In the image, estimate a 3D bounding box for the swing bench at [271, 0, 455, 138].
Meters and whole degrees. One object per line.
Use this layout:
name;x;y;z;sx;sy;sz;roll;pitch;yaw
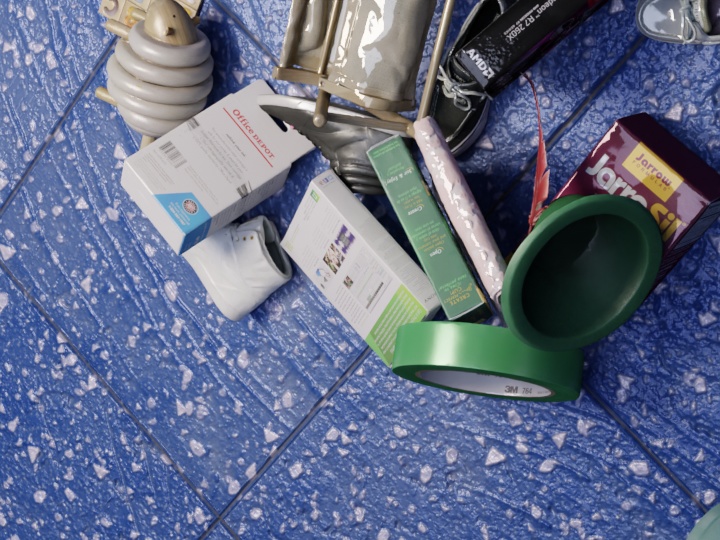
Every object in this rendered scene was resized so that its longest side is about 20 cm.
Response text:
swing bench;0.006;-0.268;1.598;0.200;0.130;0.199;-126;46;-61

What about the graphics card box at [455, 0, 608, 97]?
graphics card box;0.188;-0.256;1.483;0.200;0.125;0.051;-39;87;8

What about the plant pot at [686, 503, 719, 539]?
plant pot;0.406;0.309;1.492;0.134;0.200;0.201;32;117;49

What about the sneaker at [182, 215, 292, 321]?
sneaker;-0.162;-0.051;1.787;0.116;0.074;0.200;-35;92;28

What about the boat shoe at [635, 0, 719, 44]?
boat shoe;0.362;-0.258;1.456;0.202;0.065;0.075;4;102;28

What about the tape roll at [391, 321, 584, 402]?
tape roll;0.134;0.098;1.576;0.200;0.200;0.048;3;77;28

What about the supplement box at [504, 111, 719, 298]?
supplement box;0.266;-0.044;1.531;0.131;0.103;0.200;43;116;16

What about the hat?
hat;0.192;-0.047;1.487;0.200;0.166;0.176;-53;35;14

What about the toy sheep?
toy sheep;-0.239;-0.227;1.759;0.138;0.138;0.200;28;127;21

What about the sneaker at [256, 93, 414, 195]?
sneaker;-0.038;-0.140;1.695;0.200;0.071;0.099;18;103;20

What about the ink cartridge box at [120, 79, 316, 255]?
ink cartridge box;-0.163;-0.122;1.734;0.116;0.200;0.067;51;156;11

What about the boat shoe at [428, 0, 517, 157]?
boat shoe;0.114;-0.207;1.600;0.074;0.068;0.199;39;116;17

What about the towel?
towel;0.114;-0.043;1.553;0.032;0.191;0.200;-26;72;2

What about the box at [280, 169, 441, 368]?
box;0.000;0.000;1.688;0.200;0.036;0.144;50;148;12

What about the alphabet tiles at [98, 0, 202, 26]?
alphabet tiles;-0.248;-0.380;1.799;0.166;0.006;0.200;32;114;19

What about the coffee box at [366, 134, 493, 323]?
coffee box;0.075;-0.036;1.570;0.044;0.123;0.200;-27;77;5
